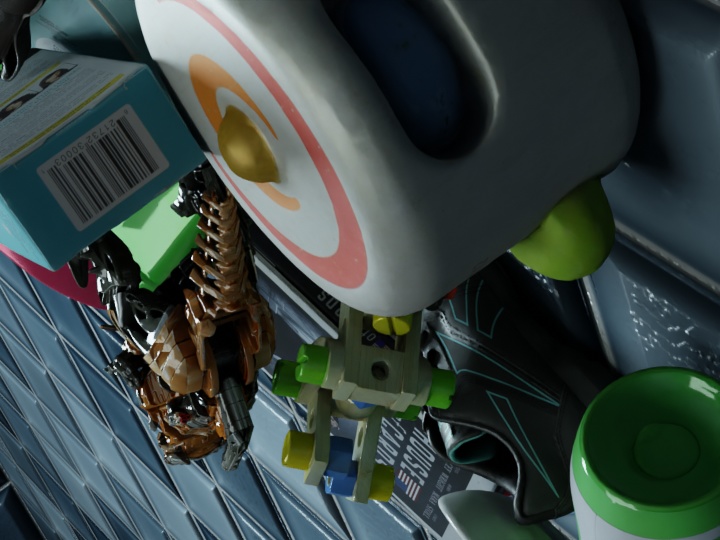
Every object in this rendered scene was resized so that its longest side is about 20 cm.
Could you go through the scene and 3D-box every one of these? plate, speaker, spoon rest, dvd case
[{"bbox_3d":[-0.142,-0.120,1.031,0.200,0.026,0.200,33,156,17],"label":"plate"},{"bbox_3d":[0.142,0.128,0.974,0.088,0.088,0.200,43,160,34],"label":"speaker"},{"bbox_3d":[0.098,0.168,1.097,0.099,0.061,0.200,48,-173,38],"label":"spoon rest"},{"bbox_3d":[-0.002,0.061,1.175,0.200,0.025,0.150,43,160,12],"label":"dvd case"}]

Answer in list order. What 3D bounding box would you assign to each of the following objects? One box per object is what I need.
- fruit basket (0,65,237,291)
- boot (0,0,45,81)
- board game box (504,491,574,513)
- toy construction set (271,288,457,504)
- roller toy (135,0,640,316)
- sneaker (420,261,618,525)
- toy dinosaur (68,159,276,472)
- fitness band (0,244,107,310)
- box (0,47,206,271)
[{"bbox_3d":[-0.130,-0.088,1.222,0.215,0.155,0.216,31,140,30],"label":"fruit basket"},{"bbox_3d":[-0.186,-0.180,0.912,0.200,0.069,0.174,44,134,-14],"label":"boot"},{"bbox_3d":[0.055,0.083,1.207,0.158,0.039,0.200,54,163,-2],"label":"board game box"},{"bbox_3d":[0.000,0.000,1.028,0.131,0.092,0.201,117,146,-59],"label":"toy construction set"},{"bbox_3d":[0.002,-0.082,0.839,0.200,0.140,0.183,42,160,36],"label":"roller toy"},{"bbox_3d":[0.054,0.045,1.065,0.200,0.079,0.075,44,162,34],"label":"sneaker"},{"bbox_3d":[-0.074,0.016,1.009,0.200,0.102,0.136,-48,59,42],"label":"toy dinosaur"},{"bbox_3d":[-0.164,-0.040,1.268,0.144,0.037,0.200,43,-163,8],"label":"fitness band"},{"bbox_3d":[-0.141,-0.053,0.954,0.049,0.082,0.200,57,166,-18],"label":"box"}]
